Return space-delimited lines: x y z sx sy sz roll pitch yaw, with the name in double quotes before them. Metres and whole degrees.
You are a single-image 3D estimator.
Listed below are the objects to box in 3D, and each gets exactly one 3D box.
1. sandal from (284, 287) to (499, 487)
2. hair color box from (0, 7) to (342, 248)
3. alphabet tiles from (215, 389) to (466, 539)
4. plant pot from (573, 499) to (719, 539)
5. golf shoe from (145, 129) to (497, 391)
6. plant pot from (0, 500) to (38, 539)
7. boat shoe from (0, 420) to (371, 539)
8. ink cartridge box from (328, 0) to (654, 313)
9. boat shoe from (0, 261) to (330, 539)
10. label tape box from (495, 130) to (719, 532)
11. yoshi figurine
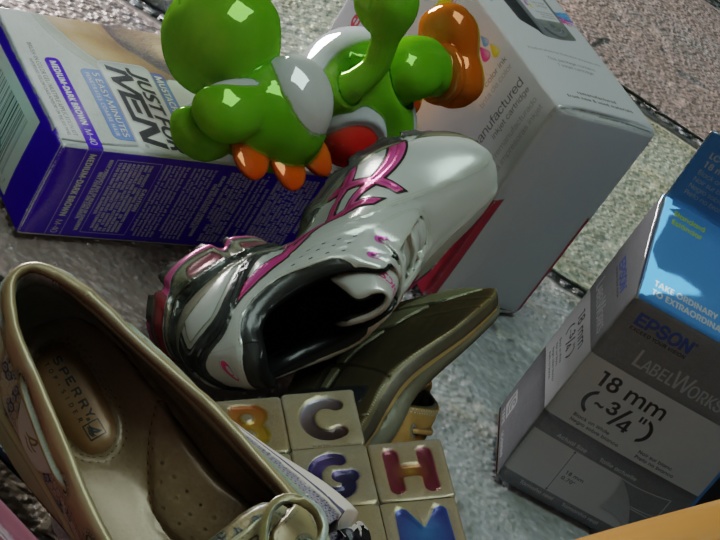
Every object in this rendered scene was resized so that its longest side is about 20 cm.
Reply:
"sandal" 0.003 0.070 0.811 0.200 0.080 0.054 -49 126 -45
"hair color box" -0.101 -0.071 0.910 0.199 0.065 0.110 5 41 -42
"alphabet tiles" -0.035 0.124 0.684 0.165 0.006 0.201 -4 42 -10
"plant pot" 0.136 0.162 0.605 0.182 0.201 0.201 4 41 -26
"golf shoe" 0.000 0.000 0.823 0.199 0.073 0.092 -33 35 -26
"plant pot" -0.133 0.146 0.471 0.179 0.200 0.201 40 27 -21
"boat shoe" -0.094 0.072 0.650 0.199 0.075 0.093 25 6 21
"ink cartridge box" 0.061 -0.097 1.019 0.085 0.148 0.201 7 39 -39
"boat shoe" -0.058 0.081 0.549 0.073 0.063 0.200 -36 65 -25
"label tape box" 0.178 0.052 0.867 0.143 0.201 0.063 28 31 -9
"yoshi figurine" -0.028 -0.112 0.884 0.112 0.113 0.199 33 30 27
